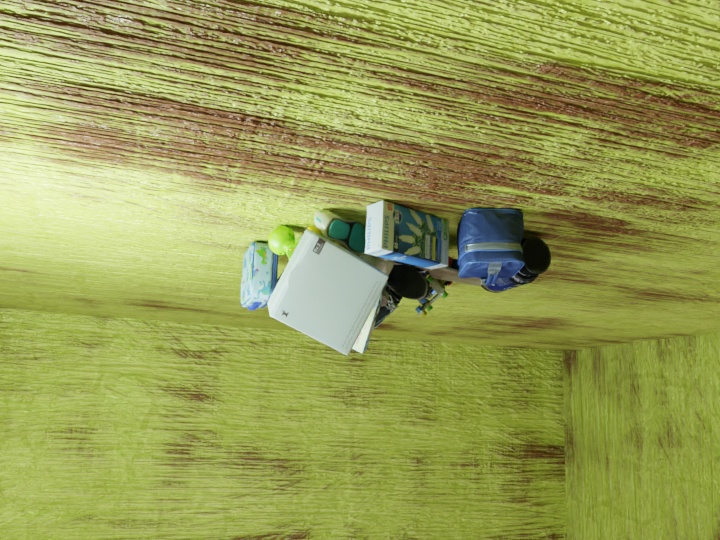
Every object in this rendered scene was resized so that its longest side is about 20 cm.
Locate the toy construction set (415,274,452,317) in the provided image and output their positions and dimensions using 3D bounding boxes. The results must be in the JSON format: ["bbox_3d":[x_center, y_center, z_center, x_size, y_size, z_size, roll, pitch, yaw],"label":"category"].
[{"bbox_3d":[0.194,0.045,1.772,0.092,0.131,0.201,41,-168,-18],"label":"toy construction set"}]

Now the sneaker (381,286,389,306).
[{"bbox_3d":[0.000,0.000,1.656,0.199,0.110,0.070,38,132,-19],"label":"sneaker"}]

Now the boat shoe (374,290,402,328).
[{"bbox_3d":[0.082,0.081,1.764,0.074,0.200,0.068,43,171,-27],"label":"boat shoe"}]

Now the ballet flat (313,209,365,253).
[{"bbox_3d":[-0.041,-0.090,1.415,0.068,0.071,0.199,-4,164,27],"label":"ballet flat"}]

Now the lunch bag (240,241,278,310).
[{"bbox_3d":[-0.274,0.019,1.693,0.081,0.165,0.200,6,166,-18],"label":"lunch bag"}]

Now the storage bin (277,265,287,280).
[{"bbox_3d":[-0.114,0.060,1.684,0.133,0.094,0.202,-1,133,39],"label":"storage bin"}]

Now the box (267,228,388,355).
[{"bbox_3d":[-0.076,0.044,1.390,0.197,0.202,0.131,29,-178,-14],"label":"box"}]

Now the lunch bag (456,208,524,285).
[{"bbox_3d":[0.279,-0.043,1.373,0.132,0.136,0.200,2,167,4],"label":"lunch bag"}]

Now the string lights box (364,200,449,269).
[{"bbox_3d":[0.102,-0.072,1.342,0.197,0.105,0.058,12,165,-38],"label":"string lights box"}]

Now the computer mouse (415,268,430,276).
[{"bbox_3d":[0.106,-0.002,1.719,0.195,0.035,0.059,-1,168,19],"label":"computer mouse"}]

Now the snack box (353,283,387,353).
[{"bbox_3d":[-0.013,0.097,1.583,0.114,0.204,0.037,24,-154,15],"label":"snack box"}]

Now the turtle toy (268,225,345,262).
[{"bbox_3d":[-0.127,-0.041,1.496,0.197,0.148,0.101,25,-169,-19],"label":"turtle toy"}]

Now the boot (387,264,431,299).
[{"bbox_3d":[0.137,0.036,1.581,0.152,0.075,0.202,20,-178,-40],"label":"boot"}]

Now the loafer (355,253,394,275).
[{"bbox_3d":[0.016,-0.029,1.542,0.074,0.070,0.199,9,-174,-29],"label":"loafer"}]

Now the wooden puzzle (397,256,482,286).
[{"bbox_3d":[0.182,-0.018,1.547,0.198,0.047,0.183,20,173,-40],"label":"wooden puzzle"}]

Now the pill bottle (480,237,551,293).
[{"bbox_3d":[0.370,-0.016,1.527,0.109,0.115,0.200,6,168,-18],"label":"pill bottle"}]
